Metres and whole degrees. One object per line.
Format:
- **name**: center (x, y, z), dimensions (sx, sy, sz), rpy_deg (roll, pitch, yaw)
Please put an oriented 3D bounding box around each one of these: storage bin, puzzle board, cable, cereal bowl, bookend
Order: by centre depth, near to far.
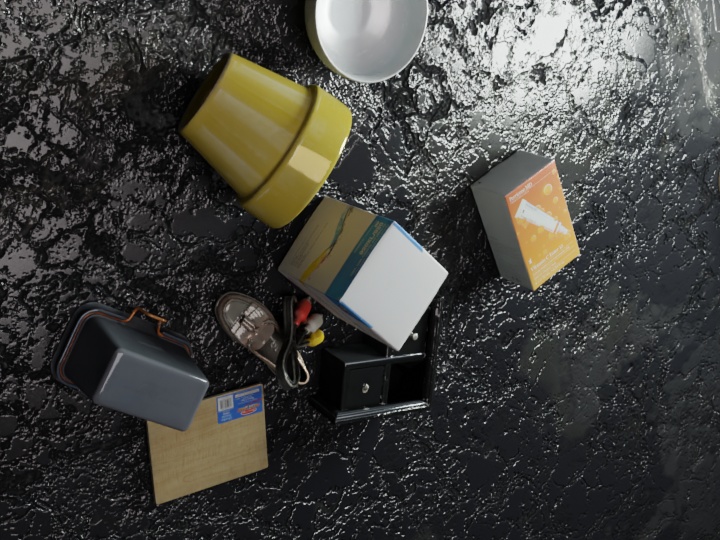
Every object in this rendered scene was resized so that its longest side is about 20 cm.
- **storage bin**: center (-0.309, 0.139, 1.368), dimensions (0.198, 0.134, 0.148), rpy_deg (26, 91, -38)
- **cereal bowl**: center (-0.001, -0.382, 1.432), dimensions (0.197, 0.083, 0.204), rpy_deg (-11, 111, -30)
- **cable**: center (-0.096, 0.101, 1.488), dimensions (0.049, 0.201, 0.099), rpy_deg (-18, 109, 13)
- **puzzle board**: center (-0.240, 0.270, 1.531), dimensions (0.197, 0.017, 0.154), rpy_deg (-13, 111, -31)
- **bookend**: center (0.027, 0.135, 1.617), dimensions (0.196, 0.092, 0.204), rpy_deg (-3, 106, -33)

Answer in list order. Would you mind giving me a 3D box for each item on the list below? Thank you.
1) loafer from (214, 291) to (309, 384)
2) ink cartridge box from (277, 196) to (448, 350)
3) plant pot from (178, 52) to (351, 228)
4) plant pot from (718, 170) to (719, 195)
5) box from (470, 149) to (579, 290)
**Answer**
- **loafer**: center (-0.146, 0.107, 1.510), dimensions (0.072, 0.063, 0.200), rpy_deg (-48, 125, -10)
- **ink cartridge box**: center (0.000, 0.000, 1.488), dimensions (0.147, 0.199, 0.146), rpy_deg (40, 81, -36)
- **plant pot**: center (-0.142, -0.193, 1.346), dimensions (0.187, 0.200, 0.203), rpy_deg (33, 86, -20)
- **plant pot**: center (0.889, -0.192, 2.021), dimensions (0.184, 0.199, 0.191), rpy_deg (-11, 111, -30)
- **box**: center (0.294, -0.090, 1.719), dimensions (0.124, 0.097, 0.202), rpy_deg (-35, 121, -19)
